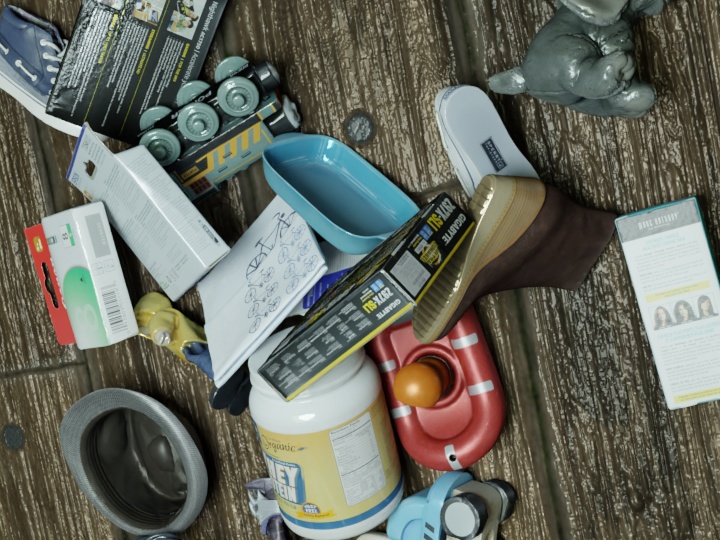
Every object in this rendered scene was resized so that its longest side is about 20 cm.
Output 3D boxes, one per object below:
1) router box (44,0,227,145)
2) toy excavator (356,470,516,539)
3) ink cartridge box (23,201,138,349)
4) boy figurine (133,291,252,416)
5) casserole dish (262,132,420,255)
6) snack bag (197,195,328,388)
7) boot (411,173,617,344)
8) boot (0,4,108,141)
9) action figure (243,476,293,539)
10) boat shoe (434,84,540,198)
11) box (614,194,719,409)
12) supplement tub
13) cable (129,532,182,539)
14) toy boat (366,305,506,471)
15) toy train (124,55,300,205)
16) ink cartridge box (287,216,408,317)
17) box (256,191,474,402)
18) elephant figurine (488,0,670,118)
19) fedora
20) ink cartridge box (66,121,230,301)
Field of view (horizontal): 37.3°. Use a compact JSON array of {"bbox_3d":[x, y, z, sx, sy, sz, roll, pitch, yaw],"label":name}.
[{"bbox_3d":[-0.257,-0.248,1.217,0.148,0.051,0.201,19,106,-19],"label":"router box"},{"bbox_3d":[0.058,0.308,1.199,0.199,0.100,0.196,13,100,32],"label":"toy excavator"},{"bbox_3d":[-0.355,0.014,1.283,0.199,0.050,0.162,-11,97,45],"label":"ink cartridge box"},{"bbox_3d":[-0.208,0.087,1.247,0.199,0.124,0.065,32,90,30],"label":"boy figurine"},{"bbox_3d":[-0.024,-0.080,1.148,0.200,0.121,0.039,42,131,29],"label":"casserole dish"},{"bbox_3d":[-0.115,0.004,1.180,0.021,0.200,0.189,32,110,-30],"label":"snack bag"},{"bbox_3d":[0.158,0.005,1.086,0.165,0.072,0.201,16,112,-28],"label":"boot"},{"bbox_3d":[-0.372,-0.239,1.287,0.199,0.073,0.091,32,113,14],"label":"boot"},{"bbox_3d":[-0.088,0.341,1.238,0.069,0.130,0.201,-17,75,9],"label":"action figure"},{"bbox_3d":[0.138,-0.106,1.119,0.073,0.065,0.201,-27,108,-7],"label":"boat shoe"},{"bbox_3d":[0.325,0.032,1.075,0.082,0.049,0.201,-15,92,21],"label":"box"},{"bbox_3d":[-0.039,0.172,1.153,0.144,0.145,0.201,-4,115,21],"label":"supplement tub"},{"bbox_3d":[-0.226,0.384,1.302,0.162,0.051,0.201,9,130,32],"label":"cable"},{"bbox_3d":[0.073,0.118,1.138,0.130,0.131,0.201,-21,89,22],"label":"toy boat"},{"bbox_3d":[-0.164,-0.154,1.203,0.199,0.085,0.114,-31,124,9],"label":"toy train"},{"bbox_3d":[0.000,0.000,1.173,0.199,0.037,0.095,-15,49,20],"label":"ink cartridge box"},{"bbox_3d":[0.005,0.025,1.020,0.049,0.160,0.200,45,128,-7],"label":"box"},{"bbox_3d":[0.242,-0.258,1.042,0.141,0.154,0.202,13,92,62],"label":"elephant figurine"},{"bbox_3d":[-0.259,0.221,1.297,0.177,0.090,0.200,-37,92,23],"label":"fedora"},{"bbox_3d":[-0.242,-0.068,1.197,0.041,0.199,0.200,-42,95,-23],"label":"ink cartridge box"}]
